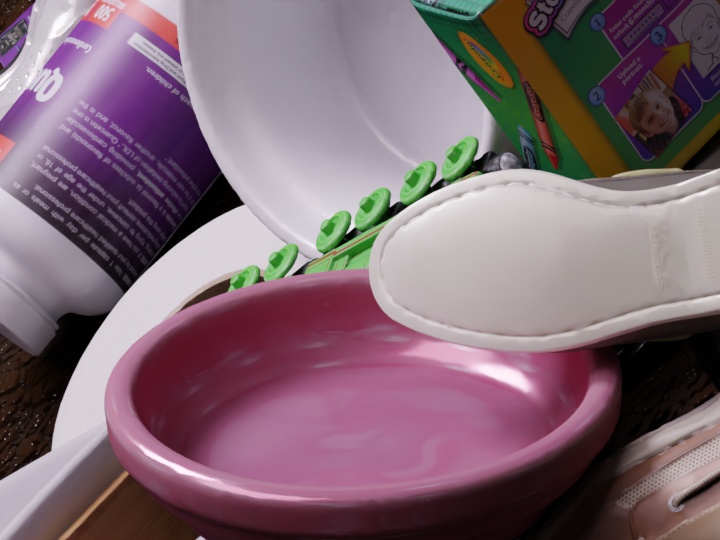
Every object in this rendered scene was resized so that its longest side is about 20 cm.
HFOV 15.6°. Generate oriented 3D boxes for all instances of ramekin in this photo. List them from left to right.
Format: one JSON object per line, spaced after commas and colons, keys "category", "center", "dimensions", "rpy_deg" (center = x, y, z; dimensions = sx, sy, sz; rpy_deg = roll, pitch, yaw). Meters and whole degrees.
{"category": "ramekin", "center": [0.017, -0.107, 1.220], "dimensions": [0.200, 0.201, 0.098], "rpy_deg": [-5, 14, 46]}

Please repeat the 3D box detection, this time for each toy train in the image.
{"category": "toy train", "center": [0.000, 0.000, 1.163], "dimensions": [0.200, 0.042, 0.057], "rpy_deg": [-29, 32, 46]}

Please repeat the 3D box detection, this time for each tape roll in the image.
{"category": "tape roll", "center": [-0.066, 0.052, 1.286], "dimensions": [0.202, 0.037, 0.203], "rpy_deg": [-29, 37, 24]}

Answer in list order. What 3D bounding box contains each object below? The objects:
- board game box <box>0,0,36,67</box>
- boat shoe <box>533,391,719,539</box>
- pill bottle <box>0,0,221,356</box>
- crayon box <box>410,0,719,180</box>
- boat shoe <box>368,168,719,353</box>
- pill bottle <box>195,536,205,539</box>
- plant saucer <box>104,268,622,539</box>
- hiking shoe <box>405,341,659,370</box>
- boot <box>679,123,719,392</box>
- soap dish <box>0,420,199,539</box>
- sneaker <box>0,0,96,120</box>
{"category": "board game box", "center": [-0.154, -0.135, 1.597], "dimensions": [0.120, 0.032, 0.200], "rpy_deg": [-48, 33, 5]}
{"category": "boat shoe", "center": [0.136, 0.096, 0.980], "dimensions": [0.200, 0.076, 0.072], "rpy_deg": [-44, 35, 7]}
{"category": "pill bottle", "center": [-0.143, -0.056, 1.419], "dimensions": [0.200, 0.112, 0.112], "rpy_deg": [-52, 33, -10]}
{"category": "crayon box", "center": [0.131, -0.132, 1.083], "dimensions": [0.200, 0.119, 0.058], "rpy_deg": [-45, 29, -11]}
{"category": "boat shoe", "center": [0.104, -0.004, 1.015], "dimensions": [0.201, 0.060, 0.072], "rpy_deg": [-6, 80, 22]}
{"category": "pill bottle", "center": [-0.055, 0.179, 1.069], "dimensions": [0.200, 0.113, 0.113], "rpy_deg": [-47, 33, -1]}
{"category": "plant saucer", "center": [0.002, 0.061, 1.022], "dimensions": [0.200, 0.051, 0.201], "rpy_deg": [-2, 23, 1]}
{"category": "hiking shoe", "center": [0.055, 0.032, 1.155], "dimensions": [0.200, 0.076, 0.101], "rpy_deg": [-32, 23, 9]}
{"category": "boot", "center": [0.191, -0.040, 1.074], "dimensions": [0.130, 0.068, 0.200], "rpy_deg": [-22, 41, 25]}
{"category": "soap dish", "center": [-0.173, 0.161, 1.193], "dimensions": [0.200, 0.081, 0.157], "rpy_deg": [-32, 10, 37]}
{"category": "sneaker", "center": [-0.166, -0.105, 1.495], "dimensions": [0.200, 0.074, 0.080], "rpy_deg": [-53, 35, 15]}
